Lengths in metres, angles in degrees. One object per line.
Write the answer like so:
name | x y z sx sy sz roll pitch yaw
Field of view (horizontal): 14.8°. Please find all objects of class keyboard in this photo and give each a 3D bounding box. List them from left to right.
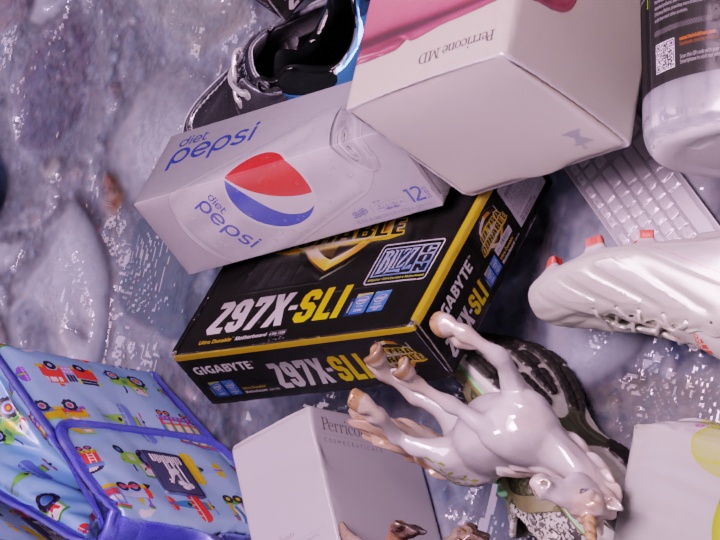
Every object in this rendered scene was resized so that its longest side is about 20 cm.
keyboard | 0.165 -0.041 1.615 0.056 0.011 0.200 -49 52 23

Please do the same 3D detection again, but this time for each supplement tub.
supplement tub | 0.214 -0.159 1.522 0.122 0.122 0.201 -12 73 41

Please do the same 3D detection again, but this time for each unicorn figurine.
unicorn figurine | 0.070 0.089 1.513 0.074 0.137 0.200 -52 10 -8

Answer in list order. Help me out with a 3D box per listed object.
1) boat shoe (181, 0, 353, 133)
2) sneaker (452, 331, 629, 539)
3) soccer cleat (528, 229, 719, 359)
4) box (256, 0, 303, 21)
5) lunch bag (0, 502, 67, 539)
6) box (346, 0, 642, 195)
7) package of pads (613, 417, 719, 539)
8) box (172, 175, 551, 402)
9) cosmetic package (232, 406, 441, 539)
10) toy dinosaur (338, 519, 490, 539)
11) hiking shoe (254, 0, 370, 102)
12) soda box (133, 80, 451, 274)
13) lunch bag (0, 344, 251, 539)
boat shoe | -0.054 -0.127 1.800 0.200 0.068 0.072 -24 64 36
sneaker | 0.095 0.112 1.605 0.200 0.077 0.089 54 127 41
soccer cleat | 0.180 0.016 1.537 0.200 0.069 0.078 -11 72 32
box | -0.061 -0.271 1.820 0.160 0.049 0.200 -46 48 -6
lunch bag | -0.194 0.213 1.786 0.200 0.150 0.094 44 109 40
box | 0.087 -0.163 1.574 0.128 0.109 0.200 -17 51 43
package of pads | 0.224 0.165 1.452 0.200 0.068 0.155 9 87 35
box | 0.000 0.000 1.669 0.200 0.049 0.160 -8 43 42
cosmetic package | -0.001 0.188 1.650 0.074 0.102 0.200 -30 62 34
toy dinosaur | 0.049 0.219 1.551 0.200 0.086 0.136 27 101 18
hiking shoe | 0.029 -0.165 1.693 0.200 0.087 0.074 -53 34 -5
soda box | -0.035 -0.060 1.662 0.200 0.063 0.068 -14 36 35
lunch bag | -0.150 0.137 1.757 0.200 0.150 0.094 35 105 43
